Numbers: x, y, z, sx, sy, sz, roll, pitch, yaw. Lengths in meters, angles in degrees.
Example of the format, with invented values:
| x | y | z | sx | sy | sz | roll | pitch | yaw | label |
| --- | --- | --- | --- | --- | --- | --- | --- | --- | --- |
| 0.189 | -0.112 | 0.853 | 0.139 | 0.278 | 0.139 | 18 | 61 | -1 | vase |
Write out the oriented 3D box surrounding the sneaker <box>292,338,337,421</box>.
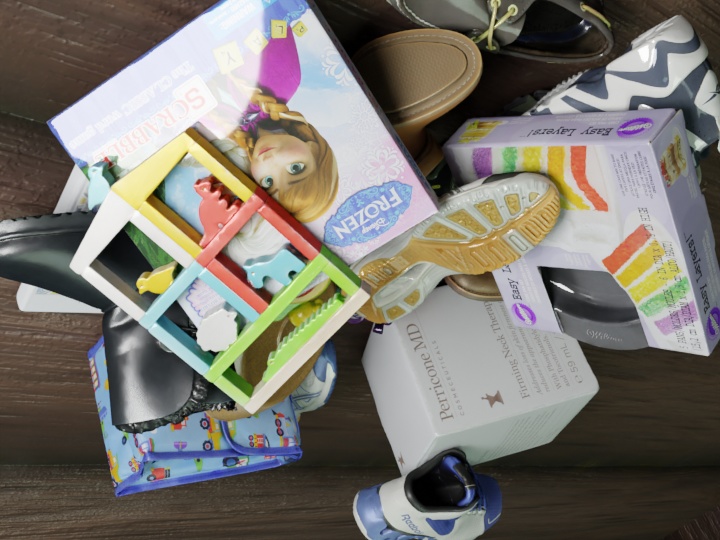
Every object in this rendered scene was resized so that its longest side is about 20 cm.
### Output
| x | y | z | sx | sy | sz | roll | pitch | yaw | label |
| --- | --- | --- | --- | --- | --- | --- | --- | --- | --- |
| -0.096 | 0.134 | 1.054 | 0.088 | 0.075 | 0.200 | 1 | 141 | -33 | sneaker |

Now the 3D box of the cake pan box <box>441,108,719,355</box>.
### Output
| x | y | z | sx | sy | sz | roll | pitch | yaw | label |
| --- | --- | --- | --- | --- | --- | --- | --- | --- | --- |
| 0.176 | -0.028 | 0.730 | 0.052 | 0.184 | 0.201 | -45 | 125 | -30 | cake pan box |

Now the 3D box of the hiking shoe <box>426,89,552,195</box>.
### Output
| x | y | z | sx | sy | sz | roll | pitch | yaw | label |
| --- | --- | --- | --- | --- | --- | --- | --- | --- | --- |
| 0.117 | -0.073 | 0.851 | 0.200 | 0.101 | 0.076 | -38 | 145 | 23 | hiking shoe |

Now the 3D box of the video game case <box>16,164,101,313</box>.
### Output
| x | y | z | sx | sy | sz | roll | pitch | yaw | label |
| --- | --- | --- | --- | --- | --- | --- | --- | --- | --- |
| -0.177 | -0.027 | 0.807 | 0.181 | 0.023 | 0.200 | 4 | 140 | -37 | video game case |

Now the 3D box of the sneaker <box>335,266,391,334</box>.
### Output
| x | y | z | sx | sy | sz | roll | pitch | yaw | label |
| --- | --- | --- | --- | --- | --- | --- | --- | --- | --- |
| 0.000 | 0.000 | 0.856 | 0.074 | 0.088 | 0.200 | 8 | 167 | 27 | sneaker |

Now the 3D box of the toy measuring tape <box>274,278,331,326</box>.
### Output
| x | y | z | sx | sy | sz | roll | pitch | yaw | label |
| --- | --- | --- | --- | --- | --- | --- | --- | --- | --- |
| -0.066 | -0.042 | 0.752 | 0.073 | 0.074 | 0.201 | -21 | 115 | -3 | toy measuring tape |

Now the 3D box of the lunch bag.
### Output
| x | y | z | sx | sy | sz | roll | pitch | yaw | label |
| --- | --- | --- | --- | --- | --- | --- | --- | --- | --- |
| -0.149 | 0.125 | 0.930 | 0.199 | 0.151 | 0.094 | 1 | 148 | -37 | lunch bag |

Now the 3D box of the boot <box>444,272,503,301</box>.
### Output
| x | y | z | sx | sy | sz | roll | pitch | yaw | label |
| --- | --- | --- | --- | --- | --- | --- | --- | --- | --- |
| 0.177 | -0.021 | 1.013 | 0.199 | 0.074 | 0.076 | -14 | 137 | -30 | boot |

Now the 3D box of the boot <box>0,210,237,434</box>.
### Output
| x | y | z | sx | sy | sz | roll | pitch | yaw | label |
| --- | --- | --- | --- | --- | --- | --- | --- | --- | --- |
| -0.188 | 0.041 | 0.714 | 0.199 | 0.169 | 0.076 | -4 | 176 | -32 | boot |

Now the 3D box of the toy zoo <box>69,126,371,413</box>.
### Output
| x | y | z | sx | sy | sz | roll | pitch | yaw | label |
| --- | --- | --- | --- | --- | --- | --- | --- | --- | --- |
| -0.108 | -0.006 | 0.655 | 0.200 | 0.020 | 0.131 | 42 | 107 | -12 | toy zoo |

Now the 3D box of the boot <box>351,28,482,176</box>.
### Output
| x | y | z | sx | sy | sz | roll | pitch | yaw | label |
| --- | --- | --- | --- | --- | --- | --- | --- | --- | --- |
| 0.034 | -0.114 | 0.756 | 0.199 | 0.074 | 0.155 | -18 | 160 | 30 | boot |

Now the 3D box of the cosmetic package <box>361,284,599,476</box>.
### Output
| x | y | z | sx | sy | sz | roll | pitch | yaw | label |
| --- | --- | --- | --- | --- | --- | --- | --- | --- | --- |
| 0.128 | 0.120 | 1.075 | 0.199 | 0.168 | 0.167 | -13 | 154 | -17 | cosmetic package |

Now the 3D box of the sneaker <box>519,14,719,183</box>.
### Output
| x | y | z | sx | sy | sz | roll | pitch | yaw | label |
| --- | --- | --- | --- | --- | --- | --- | --- | --- | --- |
| 0.204 | -0.097 | 0.732 | 0.079 | 0.130 | 0.199 | -40 | -172 | -39 | sneaker |

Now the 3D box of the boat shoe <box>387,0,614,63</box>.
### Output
| x | y | z | sx | sy | sz | roll | pitch | yaw | label |
| --- | --- | --- | --- | --- | --- | --- | --- | --- | --- |
| 0.108 | -0.196 | 0.698 | 0.200 | 0.061 | 0.072 | -2 | 144 | -31 | boat shoe |

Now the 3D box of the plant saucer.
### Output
| x | y | z | sx | sy | sz | roll | pitch | yaw | label |
| --- | --- | --- | --- | --- | --- | --- | --- | --- | --- |
| -0.076 | 0.051 | 0.862 | 0.200 | 0.035 | 0.201 | -42 | 142 | -43 | plant saucer |

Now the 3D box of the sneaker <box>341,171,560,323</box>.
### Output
| x | y | z | sx | sy | sz | roll | pitch | yaw | label |
| --- | --- | --- | --- | --- | --- | --- | --- | --- | --- |
| 0.064 | -0.037 | 0.732 | 0.200 | 0.088 | 0.076 | -27 | 122 | 34 | sneaker |

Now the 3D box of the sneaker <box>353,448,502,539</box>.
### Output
| x | y | z | sx | sy | sz | roll | pitch | yaw | label |
| --- | --- | --- | --- | --- | --- | --- | --- | --- | --- |
| 0.101 | 0.248 | 1.020 | 0.199 | 0.081 | 0.115 | 8 | 145 | -41 | sneaker |

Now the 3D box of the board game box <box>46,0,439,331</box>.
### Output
| x | y | z | sx | sy | sz | roll | pitch | yaw | label |
| --- | --- | --- | --- | --- | --- | --- | --- | --- | --- |
| -0.079 | -0.077 | 0.661 | 0.200 | 0.041 | 0.200 | -31 | 105 | 13 | board game box |
